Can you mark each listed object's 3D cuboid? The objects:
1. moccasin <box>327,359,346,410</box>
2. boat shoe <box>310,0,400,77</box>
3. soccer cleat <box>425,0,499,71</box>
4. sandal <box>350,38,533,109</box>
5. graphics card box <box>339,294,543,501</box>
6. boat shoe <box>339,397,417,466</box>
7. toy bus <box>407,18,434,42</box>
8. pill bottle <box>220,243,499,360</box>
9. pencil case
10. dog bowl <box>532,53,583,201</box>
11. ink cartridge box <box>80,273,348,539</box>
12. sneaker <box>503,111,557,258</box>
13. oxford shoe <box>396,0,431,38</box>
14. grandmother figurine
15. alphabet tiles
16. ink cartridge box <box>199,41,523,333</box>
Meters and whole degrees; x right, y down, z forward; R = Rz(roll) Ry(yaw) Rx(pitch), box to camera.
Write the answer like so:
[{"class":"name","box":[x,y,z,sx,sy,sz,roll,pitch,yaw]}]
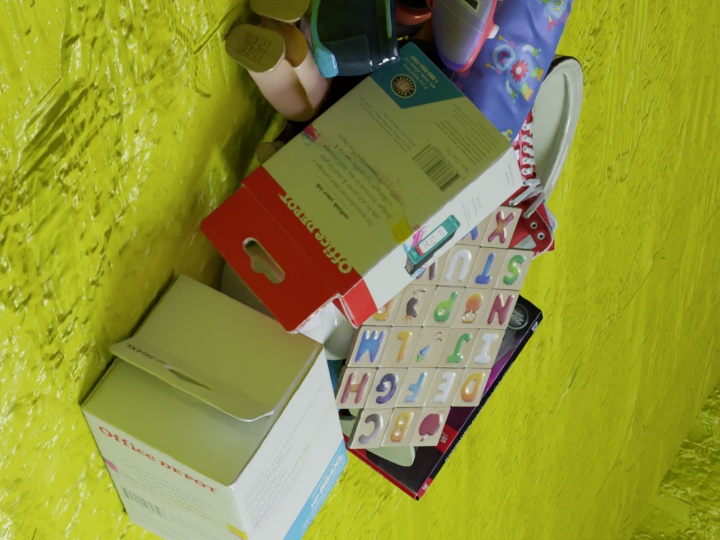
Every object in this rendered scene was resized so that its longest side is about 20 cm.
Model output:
[{"class":"moccasin","box":[-0.054,0.102,1.505,0.068,0.080,0.201,-49,168,-50]},{"class":"boat shoe","box":[0.018,-0.208,1.261,0.084,0.068,0.202,68,28,-58]},{"class":"soccer cleat","box":[0.063,-0.236,1.320,0.067,0.076,0.202,-36,-137,58]},{"class":"sandal","box":[0.065,-0.135,1.436,0.199,0.043,0.076,5,143,-40]},{"class":"graphics card box","box":[0.057,0.085,1.623,0.201,0.125,0.051,-54,168,-5]},{"class":"boat shoe","box":[0.024,0.112,1.501,0.063,0.073,0.202,-62,174,-17]},{"class":"toy bus","box":[0.107,-0.248,1.468,0.201,0.065,0.078,-66,-158,-2]},{"class":"pill bottle","box":[0.000,0.000,1.389,0.199,0.116,0.117,-22,135,-35]},{"class":"pencil case","box":[0.101,-0.164,1.375,0.087,0.078,0.201,31,80,-46]},{"class":"dog bowl","box":[0.133,-0.117,1.716,0.200,0.073,0.201,-52,156,-34]},{"class":"ink cartridge box","box":[-0.099,0.111,1.297,0.126,0.128,0.201,-56,158,-26]},{"class":"sneaker","box":[0.137,-0.088,1.572,0.071,0.112,0.201,-52,166,-72]},{"class":"oxford shoe","box":[0.058,-0.262,1.405,0.201,0.071,0.073,-58,-175,-24]},{"class":"grandmother figurine","box":[-0.037,-0.125,1.301,0.122,0.060,0.200,-55,156,-6]},{"class":"alphabet tiles","box":[0.056,0.042,1.378,0.166,0.006,0.202,4,111,-47]},{"class":"ink cartridge box","box":[0.001,-0.047,1.278,0.200,0.116,0.067,-40,157,-6]}]
